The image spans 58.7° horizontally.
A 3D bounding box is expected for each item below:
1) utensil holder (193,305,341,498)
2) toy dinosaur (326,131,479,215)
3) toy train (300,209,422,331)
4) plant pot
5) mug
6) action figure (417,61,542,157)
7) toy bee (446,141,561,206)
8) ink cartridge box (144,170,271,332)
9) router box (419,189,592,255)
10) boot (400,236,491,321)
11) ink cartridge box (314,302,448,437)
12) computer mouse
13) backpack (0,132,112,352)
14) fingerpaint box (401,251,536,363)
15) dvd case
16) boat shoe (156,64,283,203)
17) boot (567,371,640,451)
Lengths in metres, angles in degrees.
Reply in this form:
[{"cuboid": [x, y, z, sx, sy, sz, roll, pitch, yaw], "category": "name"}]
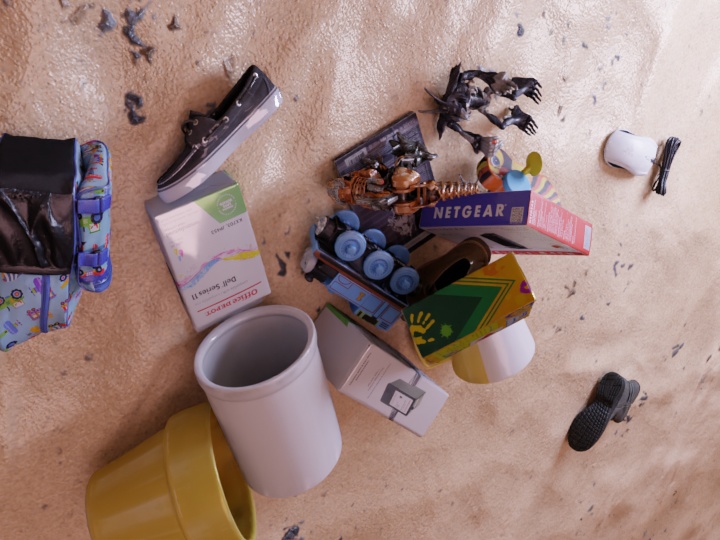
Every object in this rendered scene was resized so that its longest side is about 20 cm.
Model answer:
[{"cuboid": [-0.120, 0.182, 0.881, 0.166, 0.170, 0.205, -24, 122, -19], "category": "utensil holder"}, {"cuboid": [0.057, -0.110, 0.875, 0.195, 0.136, 0.104, 24, 121, 6], "category": "toy dinosaur"}, {"cuboid": [0.000, 0.000, 0.938, 0.197, 0.088, 0.115, 31, 113, -28], "category": "toy train"}, {"cuboid": [-0.258, 0.304, 0.870, 0.183, 0.202, 0.206, -18, 121, -4], "category": "plant pot"}, {"cuboid": [0.190, 0.091, 1.069, 0.184, 0.148, 0.156, -34, 117, -22], "category": "mug"}, {"cuboid": [0.186, -0.241, 0.944, 0.195, 0.102, 0.122, -11, 127, -28], "category": "action figure"}, {"cuboid": [0.228, -0.152, 1.000, 0.197, 0.129, 0.112, 24, 59, -39], "category": "toy bee"}, {"cuboid": [-0.190, -0.009, 0.837, 0.115, 0.067, 0.205, -25, 122, -20], "category": "ink cartridge box"}, {"cuboid": [0.217, -0.067, 0.964, 0.176, 0.197, 0.051, 16, 81, -41], "category": "router box"}, {"cuboid": [0.112, 0.026, 0.983, 0.200, 0.074, 0.075, -45, 175, 39], "category": "boot"}, {"cuboid": [0.022, 0.155, 0.988, 0.199, 0.145, 0.085, 37, 90, -37], "category": "ink cartridge box"}, {"cuboid": [0.531, -0.209, 1.199, 0.195, 0.044, 0.113, 6, 109, -33], "category": "computer mouse"}, {"cuboid": [-0.333, -0.024, 0.676, 0.130, 0.183, 0.206, 0, 115, -23], "category": "backpack"}, {"cuboid": [0.155, 0.059, 0.905, 0.163, 0.075, 0.200, -28, 166, 8], "category": "fingerpaint box"}, {"cuboid": [0.050, -0.113, 0.969, 0.147, 0.016, 0.204, -33, 123, -16], "category": "dvd case"}, {"cuboid": [-0.181, -0.170, 0.775, 0.200, 0.070, 0.067, -44, 118, -8], "category": "boat shoe"}, {"cuboid": [0.558, 0.329, 1.441, 0.129, 0.067, 0.203, 25, 98, -42], "category": "boot"}]
